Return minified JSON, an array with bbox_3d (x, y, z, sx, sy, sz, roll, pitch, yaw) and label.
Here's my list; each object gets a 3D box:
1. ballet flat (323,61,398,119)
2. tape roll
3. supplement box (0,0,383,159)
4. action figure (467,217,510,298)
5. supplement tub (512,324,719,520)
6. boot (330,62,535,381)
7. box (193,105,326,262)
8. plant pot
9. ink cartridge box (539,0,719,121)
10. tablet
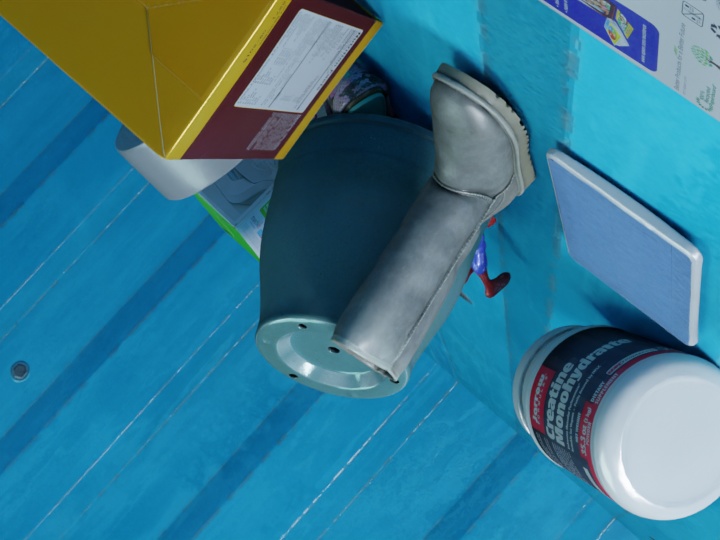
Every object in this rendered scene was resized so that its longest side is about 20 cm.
[{"bbox_3d":[-0.003,-0.140,1.052,0.071,0.069,0.200,59,176,19],"label":"ballet flat"},{"bbox_3d":[-0.128,-0.158,1.026,0.066,0.200,0.200,44,174,-24],"label":"tape roll"},{"bbox_3d":[-0.123,-0.188,0.791,0.197,0.133,0.200,41,-164,11],"label":"supplement box"},{"bbox_3d":[0.094,-0.050,1.099,0.065,0.052,0.200,31,164,36],"label":"action figure"},{"bbox_3d":[0.231,0.126,1.012,0.140,0.140,0.200,44,174,-17],"label":"supplement tub"},{"bbox_3d":[0.042,-0.028,0.827,0.073,0.200,0.182,37,173,34],"label":"boot"},{"bbox_3d":[-0.081,-0.107,1.213,0.097,0.176,0.200,42,175,14],"label":"box"},{"bbox_3d":[0.000,0.000,0.987,0.200,0.188,0.200,12,149,7],"label":"plant pot"},{"bbox_3d":[0.087,-0.143,0.470,0.200,0.039,0.099,39,174,21],"label":"ink cartridge box"},{"bbox_3d":[0.197,-0.013,0.840,0.130,0.014,0.200,40,173,25],"label":"tablet"}]
